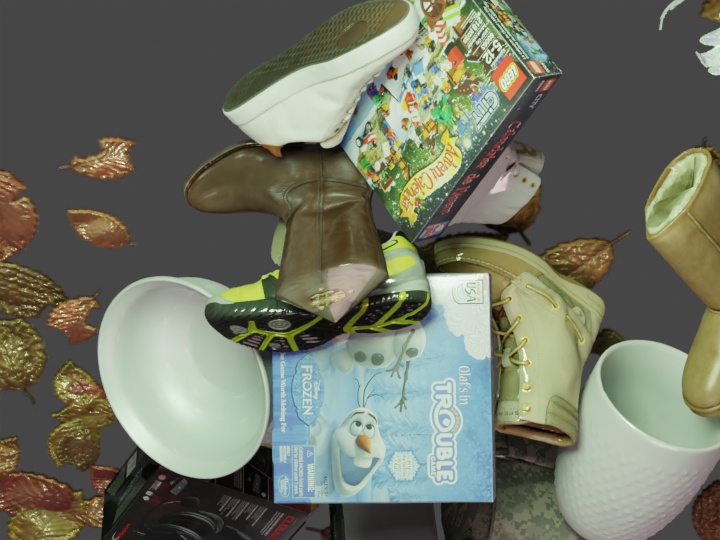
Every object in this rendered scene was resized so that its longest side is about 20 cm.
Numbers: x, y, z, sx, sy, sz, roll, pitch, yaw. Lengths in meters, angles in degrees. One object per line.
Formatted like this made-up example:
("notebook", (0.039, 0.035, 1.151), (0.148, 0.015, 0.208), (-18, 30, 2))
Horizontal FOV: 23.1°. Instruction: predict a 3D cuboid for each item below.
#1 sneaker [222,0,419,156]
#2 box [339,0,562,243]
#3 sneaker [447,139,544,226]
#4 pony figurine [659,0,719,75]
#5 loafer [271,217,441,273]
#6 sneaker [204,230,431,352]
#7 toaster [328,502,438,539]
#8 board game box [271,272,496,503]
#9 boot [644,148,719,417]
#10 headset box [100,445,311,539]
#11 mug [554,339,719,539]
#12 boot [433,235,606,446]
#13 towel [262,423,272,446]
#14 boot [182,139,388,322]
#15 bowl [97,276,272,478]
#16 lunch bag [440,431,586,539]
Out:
("sneaker", (-0.017, -0.157, 1.464), (0.199, 0.073, 0.085), (-24, 124, 35))
("box", (0.064, -0.140, 1.445), (0.037, 0.137, 0.200), (-13, 150, -43))
("sneaker", (0.112, -0.120, 1.525), (0.114, 0.074, 0.201), (0, 135, -23))
("pony figurine", (0.330, -0.244, 1.361), (0.191, 0.167, 0.202), (-14, 121, 0))
("loafer", (0.000, 0.000, 1.633), (0.199, 0.076, 0.068), (33, 128, -20))
("sneaker", (-0.038, 0.018, 1.528), (0.198, 0.077, 0.076), (-7, 151, 5))
("toaster", (0.024, 0.321, 1.891), (0.117, 0.182, 0.201), (-5, 138, -2))
("board game box", (0.020, 0.105, 1.564), (0.197, 0.202, 0.043), (-2, 177, 6))
("boot", (0.311, 0.014, 1.623), (0.066, 0.176, 0.200), (11, 155, 44))
("headset box", (-0.156, 0.249, 1.875), (0.199, 0.078, 0.149), (22, 130, -23))
("mug", (0.279, 0.170, 1.751), (0.147, 0.200, 0.176), (31, 128, 11))
("boot", (0.139, 0.067, 1.645), (0.199, 0.157, 0.072), (28, 156, -32))
("towel", (-0.022, 0.146, 1.751), (0.170, 0.049, 0.200), (13, 158, -17))
("boot", (-0.068, -0.029, 1.499), (0.185, 0.201, 0.064), (-16, 133, 12))
("bowl", (-0.146, 0.088, 1.669), (0.199, 0.090, 0.203), (13, 115, 29))
("lunch bag", (0.183, 0.260, 1.843), (0.198, 0.169, 0.140), (19, 132, -21))
